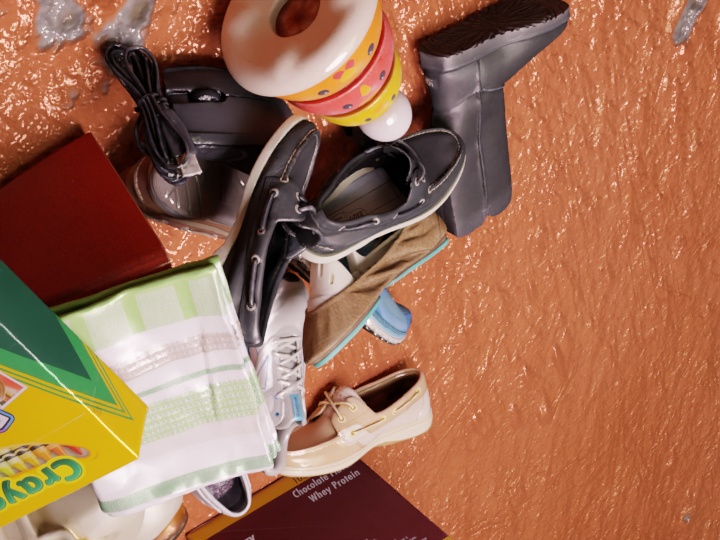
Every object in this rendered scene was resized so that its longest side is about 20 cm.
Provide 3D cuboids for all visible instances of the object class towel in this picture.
[{"bbox_3d":[-0.148,0.092,1.185,0.148,0.031,0.201,-19,129,-7],"label":"towel"}]

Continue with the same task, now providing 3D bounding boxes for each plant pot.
[{"bbox_3d":[-0.240,0.045,1.252,0.175,0.200,0.201,-22,129,-14],"label":"plant pot"}]

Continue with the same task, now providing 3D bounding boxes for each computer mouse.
[{"bbox_3d":[-0.108,-0.124,1.305,0.053,0.139,0.199,-40,153,26],"label":"computer mouse"}]

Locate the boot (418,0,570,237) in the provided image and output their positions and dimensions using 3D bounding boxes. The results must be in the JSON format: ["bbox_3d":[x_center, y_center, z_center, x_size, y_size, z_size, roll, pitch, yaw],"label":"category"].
[{"bbox_3d":[0.133,-0.148,1.542,0.164,0.066,0.201,-23,126,-19],"label":"boot"}]

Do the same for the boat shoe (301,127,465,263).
[{"bbox_3d":[0.024,-0.080,1.418,0.199,0.075,0.066,-28,161,-26],"label":"boat shoe"}]

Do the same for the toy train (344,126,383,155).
[{"bbox_3d":[0.008,-0.147,1.455,0.046,0.034,0.201,-33,134,-27],"label":"toy train"}]

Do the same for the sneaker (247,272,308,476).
[{"bbox_3d":[-0.074,0.101,1.500,0.075,0.087,0.201,-6,118,-37],"label":"sneaker"}]

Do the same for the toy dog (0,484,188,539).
[{"bbox_3d":[-0.228,0.187,1.376,0.194,0.140,0.200,-41,163,7],"label":"toy dog"}]

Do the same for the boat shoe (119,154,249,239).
[{"bbox_3d":[-0.127,-0.063,1.362,0.200,0.071,0.076,22,69,-54],"label":"boat shoe"}]

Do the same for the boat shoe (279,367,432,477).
[{"bbox_3d":[-0.013,0.146,1.600,0.199,0.074,0.070,-19,118,-37],"label":"boat shoe"}]

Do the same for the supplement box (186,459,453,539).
[{"bbox_3d":[-0.031,0.313,1.584,0.196,0.200,0.134,-28,131,-26],"label":"supplement box"}]

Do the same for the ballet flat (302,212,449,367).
[{"bbox_3d":[0.000,0.000,1.435,0.200,0.068,0.073,-44,104,-27],"label":"ballet flat"}]

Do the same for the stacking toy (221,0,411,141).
[{"bbox_3d":[-0.010,-0.172,1.346,0.146,0.146,0.200,-53,140,-2],"label":"stacking toy"}]

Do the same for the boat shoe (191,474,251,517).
[{"bbox_3d":[-0.154,0.148,1.459,0.072,0.068,0.201,-32,124,-22],"label":"boat shoe"}]

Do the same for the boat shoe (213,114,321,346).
[{"bbox_3d":[-0.065,-0.028,1.257,0.075,0.066,0.200,76,37,-60],"label":"boat shoe"}]

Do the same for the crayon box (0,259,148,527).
[{"bbox_3d":[-0.281,0.101,1.131,0.199,0.058,0.173,-27,121,22],"label":"crayon box"}]

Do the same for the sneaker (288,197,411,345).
[{"bbox_3d":[0.002,-0.002,1.510,0.090,0.078,0.200,-52,138,-8],"label":"sneaker"}]
